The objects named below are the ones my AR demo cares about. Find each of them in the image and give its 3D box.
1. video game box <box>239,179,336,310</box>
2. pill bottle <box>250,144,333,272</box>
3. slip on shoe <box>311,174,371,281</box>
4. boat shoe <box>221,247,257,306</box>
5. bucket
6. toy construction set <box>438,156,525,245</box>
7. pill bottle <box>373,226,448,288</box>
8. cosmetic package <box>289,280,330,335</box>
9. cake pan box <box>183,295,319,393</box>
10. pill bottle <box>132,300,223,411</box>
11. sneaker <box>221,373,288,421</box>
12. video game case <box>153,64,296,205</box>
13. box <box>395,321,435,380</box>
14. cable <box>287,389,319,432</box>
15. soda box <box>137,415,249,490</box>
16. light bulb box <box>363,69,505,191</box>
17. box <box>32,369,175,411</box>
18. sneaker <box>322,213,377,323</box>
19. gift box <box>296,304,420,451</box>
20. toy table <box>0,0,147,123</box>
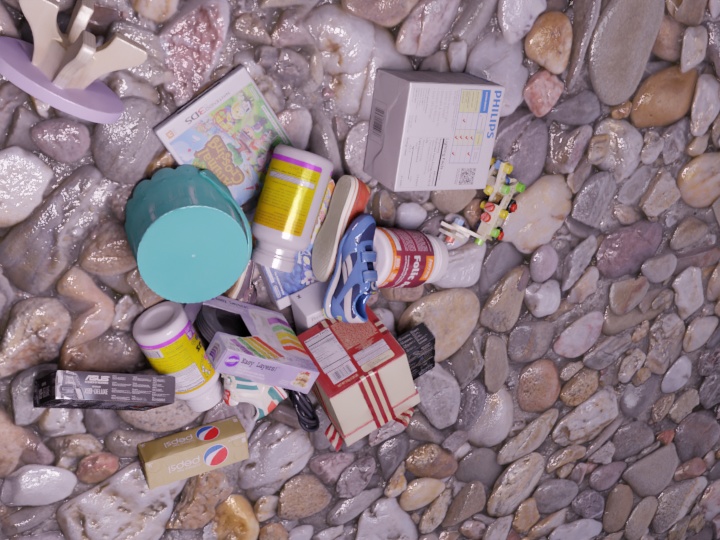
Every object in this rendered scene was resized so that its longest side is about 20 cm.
[{"bbox_3d":[-0.107,-0.051,1.575,0.182,0.047,0.200,-30,125,-16],"label":"video game box"},{"bbox_3d":[-0.121,-0.103,1.445,0.104,0.104,0.200,16,94,-34],"label":"pill bottle"},{"bbox_3d":[-0.033,-0.071,1.538,0.061,0.074,0.200,13,102,-37],"label":"slip on shoe"},{"bbox_3d":[-0.219,0.040,1.547,0.065,0.072,0.200,2,117,-35],"label":"boat shoe"},{"bbox_3d":[-0.282,-0.054,1.405,0.207,0.135,0.207,-10,123,-16],"label":"bucket"},{"bbox_3d":[0.250,-0.124,1.704,0.200,0.092,0.131,-52,152,13],"label":"toy construction set"},{"bbox_3d":[0.071,-0.023,1.619,0.200,0.114,0.114,0,115,-49],"label":"pill bottle"},{"bbox_3d":[-0.064,0.114,1.637,0.101,0.071,0.200,-26,137,-17],"label":"cosmetic package"},{"bbox_3d":[-0.189,0.118,1.451,0.200,0.184,0.052,20,108,-36],"label":"cake pan box"},{"bbox_3d":[-0.316,0.158,1.528,0.104,0.104,0.200,-31,126,-12],"label":"pill bottle"},{"bbox_3d":[-0.220,0.191,1.524,0.093,0.070,0.200,-46,118,-8],"label":"sneaker"},{"bbox_3d":[-0.218,-0.212,1.446,0.182,0.022,0.200,-38,126,-7],"label":"video game case"},{"bbox_3d":[0.060,0.203,1.752,0.200,0.044,0.160,-31,154,-11],"label":"box"},{"bbox_3d":[-0.129,0.215,1.612,0.051,0.163,0.200,-20,138,-6],"label":"cable"},{"bbox_3d":[-0.320,0.348,1.648,0.200,0.064,0.068,-14,120,-23],"label":"soda box"},{"bbox_3d":[0.131,-0.254,1.552,0.200,0.125,0.198,-4,115,-28],"label":"light bulb box"},{"bbox_3d":[-0.436,0.206,1.456,0.200,0.158,0.050,8,73,-31],"label":"box"},{"bbox_3d":[0.000,0.000,1.503,0.074,0.082,0.200,-2,109,-61],"label":"sneaker"},{"bbox_3d":[-0.007,0.204,1.559,0.184,0.200,0.187,-26,140,-8],"label":"gift box"},{"bbox_3d":[-0.408,-0.307,1.214,0.200,0.184,0.117,17,122,-42],"label":"toy table"}]
